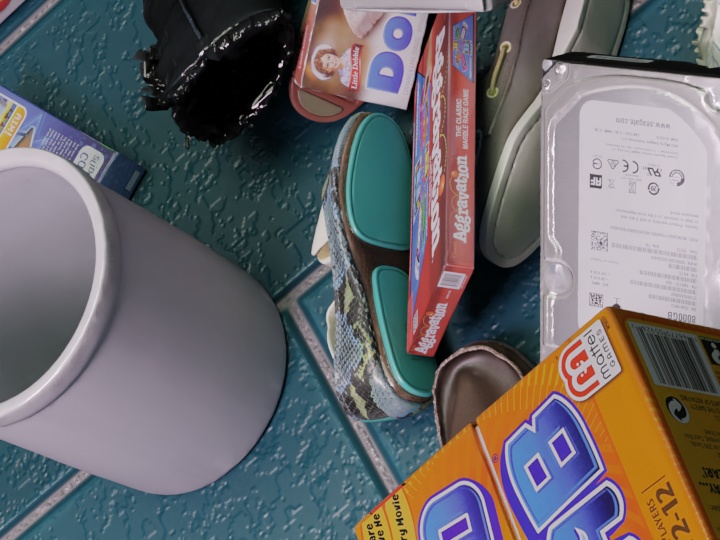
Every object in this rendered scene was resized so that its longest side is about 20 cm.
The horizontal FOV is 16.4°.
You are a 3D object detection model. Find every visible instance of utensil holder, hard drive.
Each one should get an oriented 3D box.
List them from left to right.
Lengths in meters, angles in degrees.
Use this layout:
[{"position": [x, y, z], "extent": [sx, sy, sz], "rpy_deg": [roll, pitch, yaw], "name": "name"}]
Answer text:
[{"position": [-0.164, 0.039, 1.523], "extent": [0.170, 0.200, 0.171], "rpy_deg": [-13, 64, 29], "name": "utensil holder"}, {"position": [0.163, -0.014, 1.369], "extent": [0.139, 0.038, 0.201], "rpy_deg": [10, 108, 35], "name": "hard drive"}]

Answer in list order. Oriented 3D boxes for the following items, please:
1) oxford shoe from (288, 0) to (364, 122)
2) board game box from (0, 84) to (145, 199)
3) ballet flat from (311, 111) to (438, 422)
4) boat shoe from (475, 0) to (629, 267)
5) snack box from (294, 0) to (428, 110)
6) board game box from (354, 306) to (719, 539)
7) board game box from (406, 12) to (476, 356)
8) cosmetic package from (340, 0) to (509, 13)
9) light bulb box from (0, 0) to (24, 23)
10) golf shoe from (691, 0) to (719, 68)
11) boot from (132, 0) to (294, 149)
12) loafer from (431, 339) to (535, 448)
[{"position": [0.006, -0.189, 1.598], "extent": [0.200, 0.071, 0.074], "rpy_deg": [-63, 21, 3], "name": "oxford shoe"}, {"position": [-0.247, -0.013, 1.702], "extent": [0.135, 0.034, 0.200], "rpy_deg": [30, 90, 37], "name": "board game box"}, {"position": [0.000, 0.000, 1.517], "extent": [0.074, 0.074, 0.201], "rpy_deg": [-20, 58, 26], "name": "ballet flat"}, {"position": [0.099, -0.097, 1.484], "extent": [0.060, 0.072, 0.202], "rpy_deg": [11, 71, 35], "name": "boat shoe"}, {"position": [0.015, -0.205, 1.544], "extent": [0.024, 0.072, 0.201], "rpy_deg": [-139, 60, -73], "name": "snack box"}, {"position": [0.157, 0.166, 1.229], "extent": [0.200, 0.200, 0.200], "rpy_deg": [-44, 52, 33], "name": "board game box"}, {"position": [0.048, -0.061, 1.472], "extent": [0.019, 0.103, 0.201], "rpy_deg": [8, 58, -9], "name": "board game box"}, {"position": [0.078, -0.214, 1.461], "extent": [0.107, 0.200, 0.091], "rpy_deg": [5, 109, 36], "name": "cosmetic package"}, {"position": [-0.365, -0.260, 1.776], "extent": [0.125, 0.198, 0.200], "rpy_deg": [-42, 53, 15], "name": "light bulb box"}, {"position": [0.231, -0.101, 1.401], "extent": [0.097, 0.078, 0.201], "rpy_deg": [17, 91, 31], "name": "golf shoe"}, {"position": [-0.070, -0.184, 1.594], "extent": [0.198, 0.073, 0.163], "rpy_deg": [-48, 28, 18], "name": "boot"}, {"position": [0.083, 0.123, 1.406], "extent": [0.073, 0.071, 0.200], "rpy_deg": [-29, 58, 21], "name": "loafer"}]
